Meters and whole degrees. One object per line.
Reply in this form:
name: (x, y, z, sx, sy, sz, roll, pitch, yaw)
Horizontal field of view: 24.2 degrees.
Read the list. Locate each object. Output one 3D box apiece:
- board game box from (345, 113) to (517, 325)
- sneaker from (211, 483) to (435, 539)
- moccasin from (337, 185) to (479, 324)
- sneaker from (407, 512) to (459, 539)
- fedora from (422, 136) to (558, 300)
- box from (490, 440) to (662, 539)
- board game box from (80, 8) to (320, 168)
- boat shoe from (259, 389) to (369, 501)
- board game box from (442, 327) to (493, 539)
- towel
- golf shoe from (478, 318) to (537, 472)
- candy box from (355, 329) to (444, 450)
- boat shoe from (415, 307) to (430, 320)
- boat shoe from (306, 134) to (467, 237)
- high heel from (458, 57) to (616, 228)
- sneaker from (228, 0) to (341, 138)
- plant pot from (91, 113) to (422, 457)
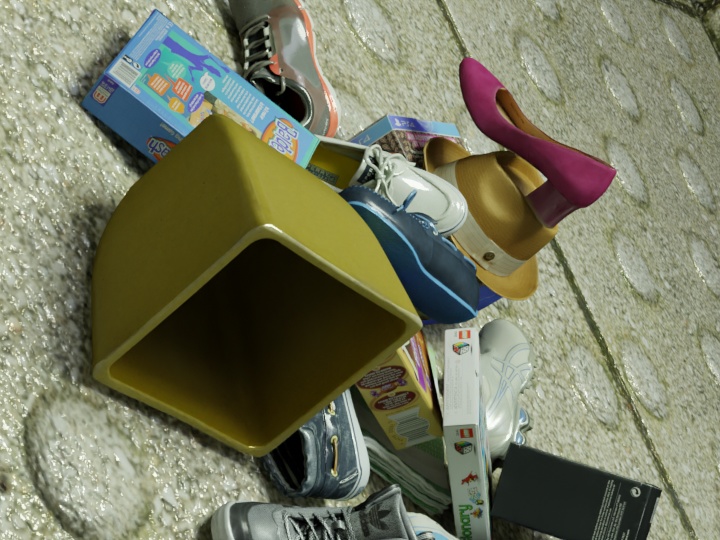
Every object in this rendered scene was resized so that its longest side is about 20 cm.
board game box: (0.069, -0.053, 1.796, 0.159, 0.096, 0.202, 0, 63, -60)
sneaker: (-0.024, 0.209, 1.350, 0.199, 0.113, 0.076, 27, 40, -47)
moccasin: (0.040, -0.023, 1.559, 0.200, 0.080, 0.069, 45, 47, -41)
sneaker: (0.090, 0.279, 1.524, 0.199, 0.072, 0.073, 29, 34, -40)
fedora: (0.147, -0.068, 1.743, 0.200, 0.081, 0.202, 41, 32, -32)
box: (0.214, 0.226, 1.646, 0.200, 0.140, 0.080, 33, 76, -74)
board game box: (-0.140, -0.134, 1.523, 0.199, 0.045, 0.153, 38, 31, -9)
boat shoe: (-0.056, 0.102, 1.452, 0.091, 0.070, 0.202, 11, 54, -56)
board game box: (0.103, 0.171, 1.587, 0.127, 0.034, 0.202, -85, 169, -50)
towel: (0.034, 0.123, 1.632, 0.149, 0.031, 0.202, 40, 32, -35)
golf shoe: (0.131, 0.110, 1.771, 0.097, 0.078, 0.201, 38, 32, -26)
candy box: (0.017, 0.060, 1.512, 0.201, 0.056, 0.118, 58, 16, -50)
boat shoe: (-0.002, 0.000, 1.599, 0.199, 0.073, 0.064, 22, 74, -38)
boat shoe: (0.010, -0.091, 1.637, 0.200, 0.075, 0.086, 22, -14, 6)
high heel: (0.177, -0.148, 1.685, 0.067, 0.096, 0.201, -18, 73, -56)
sneaker: (-0.088, -0.221, 1.723, 0.082, 0.077, 0.202, -21, 81, -57)
plant pot: (-0.099, -0.007, 1.367, 0.195, 0.194, 0.201, 32, 28, -40)
